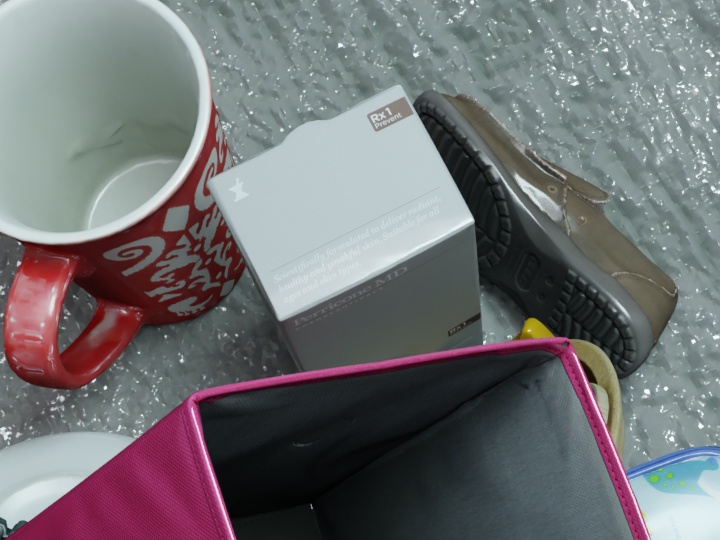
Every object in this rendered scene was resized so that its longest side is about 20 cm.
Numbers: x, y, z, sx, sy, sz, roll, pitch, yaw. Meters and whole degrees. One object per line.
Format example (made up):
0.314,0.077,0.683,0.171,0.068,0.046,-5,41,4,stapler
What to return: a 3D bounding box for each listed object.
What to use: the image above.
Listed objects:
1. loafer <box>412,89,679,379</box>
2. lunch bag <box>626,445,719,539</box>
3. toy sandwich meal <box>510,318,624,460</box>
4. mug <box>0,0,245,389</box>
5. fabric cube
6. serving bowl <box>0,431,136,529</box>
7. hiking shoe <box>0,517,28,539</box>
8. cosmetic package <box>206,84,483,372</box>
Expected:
0.100,-0.025,0.834,0.071,0.073,0.200,-25,68,-38,loafer
0.153,0.203,0.748,0.160,0.083,0.201,-18,72,4,lunch bag
0.046,0.106,0.733,0.070,0.205,0.206,34,78,-17,toy sandwich meal
-0.140,-0.032,0.783,0.133,0.200,0.178,39,81,14,mug
-0.009,0.162,0.573,0.195,0.199,0.201,-5,67,-43,fabric cube
-0.149,0.158,0.755,0.198,0.066,0.201,1,48,-1,serving bowl
-0.226,0.158,0.681,0.198,0.075,0.087,-3,57,21,hiking shoe
0.000,0.000,0.759,0.106,0.200,0.091,-27,73,-2,cosmetic package
